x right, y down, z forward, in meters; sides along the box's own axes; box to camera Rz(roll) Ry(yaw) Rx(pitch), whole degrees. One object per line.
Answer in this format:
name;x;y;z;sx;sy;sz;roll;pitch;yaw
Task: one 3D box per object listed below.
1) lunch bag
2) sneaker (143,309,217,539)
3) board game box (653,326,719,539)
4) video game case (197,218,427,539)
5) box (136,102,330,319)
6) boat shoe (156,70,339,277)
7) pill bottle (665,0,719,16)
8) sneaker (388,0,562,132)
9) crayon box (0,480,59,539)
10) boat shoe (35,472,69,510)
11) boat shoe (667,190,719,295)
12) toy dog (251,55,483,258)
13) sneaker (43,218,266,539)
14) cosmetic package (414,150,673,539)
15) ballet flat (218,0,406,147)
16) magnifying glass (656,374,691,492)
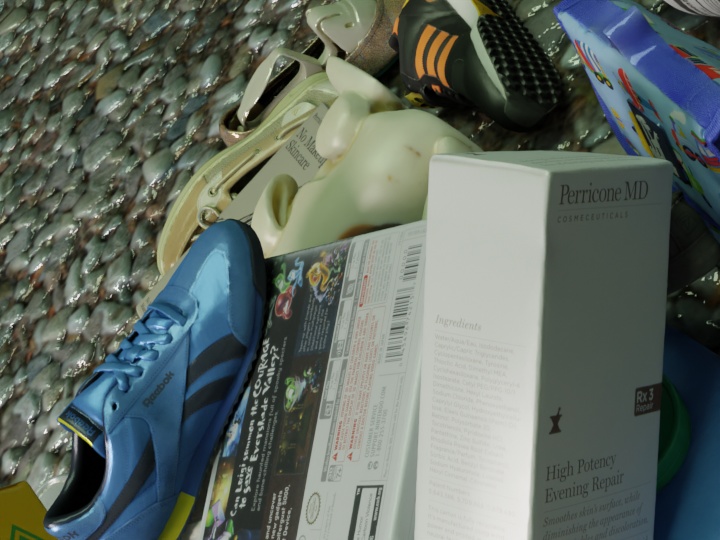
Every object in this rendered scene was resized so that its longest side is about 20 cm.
lunch bag;0.183;-0.062;0.784;0.094;0.200;0.151;-44;36;8
sneaker;-0.105;0.092;0.967;0.075;0.081;0.200;-15;33;-4
board game box;0.150;0.121;0.799;0.158;0.039;0.200;-49;41;-5
video game case;-0.019;0.080;0.825;0.181;0.023;0.201;-12;63;54
box;-0.059;-0.012;1.114;0.200;0.068;0.082;-48;34;4
boat shoe;-0.066;-0.059;1.163;0.201;0.073;0.063;-44;31;-3
pill bottle;0.231;-0.204;0.931;0.200;0.116;0.116;17;72;52
sneaker;0.071;-0.134;1.095;0.090;0.070;0.201;-52;32;23
crayon box;-0.185;0.211;0.915;0.200;0.051;0.128;42;136;42
boat shoe;-0.153;0.170;0.964;0.075;0.065;0.202;-50;37;-2
boat shoe;0.130;0.014;0.847;0.067;0.057;0.200;-47;-7;-22
toy dog;0.000;0.000;0.983;0.201;0.139;0.194;-55;28;2
sneaker;-0.114;0.062;0.883;0.066;0.078;0.201;19;88;54
cosmetic package;0.083;0.048;0.732;0.074;0.101;0.202;10;102;42
ballet flat;-0.029;-0.156;1.210;0.200;0.067;0.068;-46;36;6
magnifying glass;0.081;0.078;0.844;0.199;0.022;0.080;5;62;39
